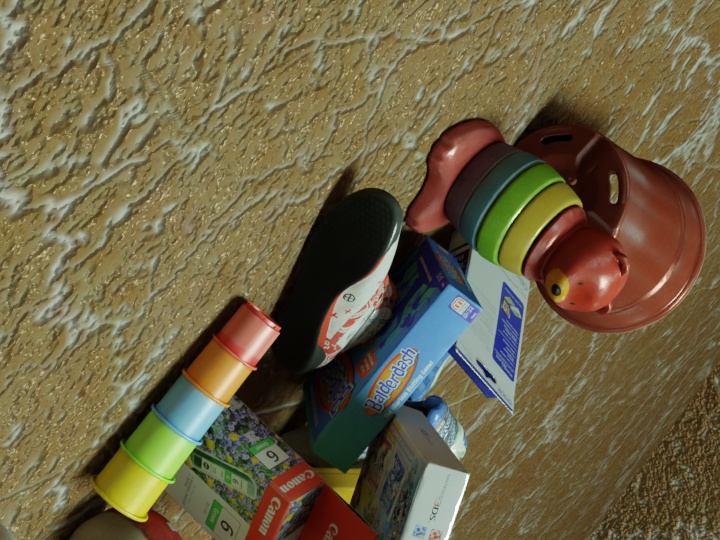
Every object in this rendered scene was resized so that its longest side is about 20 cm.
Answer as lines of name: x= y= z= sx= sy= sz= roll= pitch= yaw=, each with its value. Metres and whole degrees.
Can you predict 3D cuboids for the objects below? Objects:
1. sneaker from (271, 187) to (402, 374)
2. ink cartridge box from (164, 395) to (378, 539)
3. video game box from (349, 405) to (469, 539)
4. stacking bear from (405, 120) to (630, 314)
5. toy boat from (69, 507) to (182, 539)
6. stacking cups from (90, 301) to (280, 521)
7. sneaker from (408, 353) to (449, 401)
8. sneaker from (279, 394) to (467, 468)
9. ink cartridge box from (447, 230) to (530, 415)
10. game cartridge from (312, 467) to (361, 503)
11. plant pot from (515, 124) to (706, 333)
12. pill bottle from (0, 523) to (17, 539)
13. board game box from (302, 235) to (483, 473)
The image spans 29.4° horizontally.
sneaker: x=-0.001 y=0.000 z=1.214 sx=0.108 sy=0.067 sz=0.202 roll=-21 pitch=147 yaw=-53
ink cartridge box: x=-0.085 y=0.208 z=1.208 sx=0.050 sy=0.200 sz=0.109 roll=-25 pitch=147 yaw=-46
video game box: x=0.028 y=0.227 z=1.209 sx=0.200 sy=0.047 sz=0.183 roll=-133 pitch=-122 yaw=-77
stacking bear: x=0.159 y=-0.039 z=1.267 sx=0.114 sy=0.200 sz=0.122 roll=-28 pitch=150 yaw=-41
toy boat: x=-0.187 y=0.286 z=1.229 sx=0.131 sy=0.131 sz=0.200 roll=-25 pitch=148 yaw=-34
stacking cups: x=-0.143 y=0.114 z=1.145 sx=0.200 sy=0.060 sz=0.060 roll=-52 pitch=157 yaw=3
sneaker: x=0.046 y=0.093 z=1.428 sx=0.111 sy=0.077 sz=0.200 roll=-44 pitch=165 yaw=-36
sneaker: x=0.004 y=0.158 z=1.388 sx=0.199 sy=0.077 sz=0.085 roll=-9 pitch=132 yaw=11
ink cartridge box: x=0.118 y=0.048 z=1.346 sx=0.039 sy=0.100 sz=0.200 roll=-26 pitch=-152 yaw=29
game cartridge: x=-0.056 y=0.259 z=1.431 sx=0.176 sy=0.033 sz=0.200 roll=2 pitch=143 yaw=-4
plant pot: x=0.236 y=-0.052 z=1.426 sx=0.201 sy=0.201 sz=0.195 roll=-52 pitch=149 yaw=7
pill bottle: x=-0.323 y=0.282 z=0.997 sx=0.200 sy=0.120 sz=0.120 roll=-36 pitch=154 yaw=-28
board game box: x=0.025 y=0.075 z=1.291 sx=0.200 sy=0.045 sz=0.152 roll=-52 pitch=-164 yaw=10
